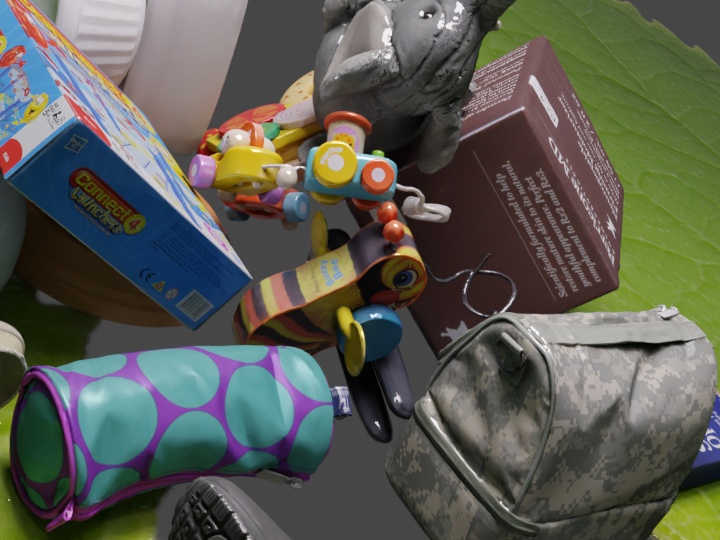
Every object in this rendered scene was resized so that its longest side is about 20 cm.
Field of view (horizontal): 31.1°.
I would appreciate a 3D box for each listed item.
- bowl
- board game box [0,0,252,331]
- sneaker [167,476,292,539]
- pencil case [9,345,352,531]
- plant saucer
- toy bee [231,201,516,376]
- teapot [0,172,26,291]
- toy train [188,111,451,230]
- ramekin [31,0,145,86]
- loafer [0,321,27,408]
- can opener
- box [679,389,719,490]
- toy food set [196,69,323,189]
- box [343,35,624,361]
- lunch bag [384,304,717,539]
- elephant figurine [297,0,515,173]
[{"bbox_3d":[-0.191,-0.219,1.086,0.074,0.201,0.200,-8,45,-41],"label":"bowl"},{"bbox_3d":[-0.178,-0.082,0.842,0.196,0.056,0.200,54,4,38],"label":"board game box"},{"bbox_3d":[-0.032,0.194,0.696,0.090,0.076,0.201,-1,47,-55],"label":"sneaker"},{"bbox_3d":[-0.105,0.094,0.765,0.198,0.085,0.094,-2,64,-42],"label":"pencil case"},{"bbox_3d":[-0.181,-0.035,0.963,0.198,0.038,0.201,21,29,-12],"label":"plant saucer"},{"bbox_3d":[0.000,0.000,0.897,0.199,0.109,0.131,-33,52,-18],"label":"toy bee"},{"bbox_3d":[-0.292,-0.070,0.806,0.198,0.147,0.198,30,28,6],"label":"teapot"},{"bbox_3d":[-0.037,-0.071,0.934,0.198,0.057,0.150,0,-11,34],"label":"toy train"},{"bbox_3d":[-0.252,-0.214,1.022,0.093,0.204,0.203,-3,40,-45],"label":"ramekin"},{"bbox_3d":[-0.249,0.086,0.671,0.068,0.076,0.199,41,40,21],"label":"loafer"},{"bbox_3d":[0.001,0.042,0.967,0.078,0.064,0.201,13,31,-26],"label":"can opener"},{"bbox_3d":[0.251,0.128,1.083,0.198,0.033,0.121,-5,42,-44],"label":"box"},{"bbox_3d":[-0.049,-0.123,1.098,0.198,0.049,0.198,-25,21,-16],"label":"toy food set"},{"bbox_3d":[0.110,-0.062,1.069,0.167,0.163,0.200,59,23,-17],"label":"box"},{"bbox_3d":[0.139,0.104,0.877,0.198,0.169,0.140,2,38,-40],"label":"lunch bag"},{"bbox_3d":[0.034,-0.144,0.909,0.139,0.158,0.200,-6,13,-11],"label":"elephant figurine"}]
